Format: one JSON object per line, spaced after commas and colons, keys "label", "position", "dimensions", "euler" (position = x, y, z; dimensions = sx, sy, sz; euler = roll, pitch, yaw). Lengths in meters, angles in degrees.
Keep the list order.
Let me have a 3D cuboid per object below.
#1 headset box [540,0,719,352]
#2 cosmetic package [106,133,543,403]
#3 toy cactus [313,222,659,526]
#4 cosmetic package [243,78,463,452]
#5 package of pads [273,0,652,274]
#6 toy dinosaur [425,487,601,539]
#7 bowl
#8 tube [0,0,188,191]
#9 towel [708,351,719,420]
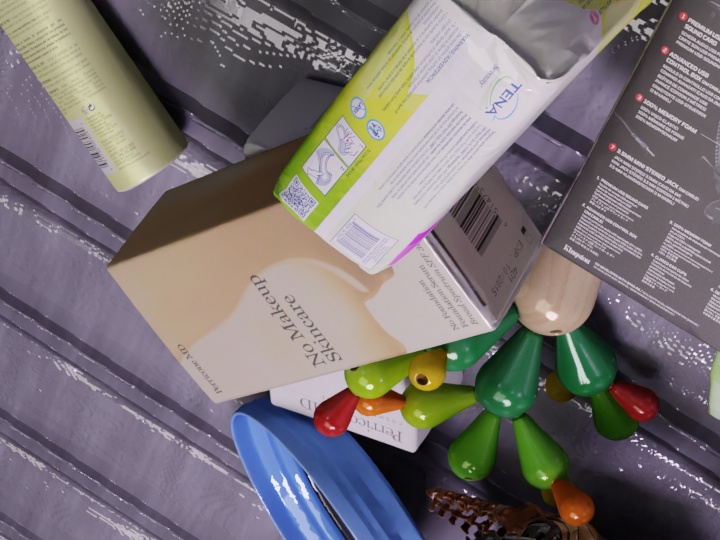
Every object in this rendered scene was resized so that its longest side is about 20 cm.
{"label": "headset box", "position": [0.190, -0.063, 0.733], "dimensions": [0.149, 0.077, 0.200], "euler": [31, 119, 11]}
{"label": "cosmetic package", "position": [-0.021, -0.008, 0.861], "dimensions": [0.200, 0.071, 0.105], "euler": [-19, 116, 42]}
{"label": "toy cactus", "position": [0.086, 0.046, 0.908], "dimensions": [0.199, 0.102, 0.165], "euler": [16, 111, -23]}
{"label": "cosmetic package", "position": [0.000, 0.000, 0.962], "dimensions": [0.101, 0.074, 0.200], "euler": [16, 134, 22]}
{"label": "package of pads", "position": [0.066, -0.102, 0.725], "dimensions": [0.068, 0.200, 0.155], "euler": [42, 138, 0]}
{"label": "toy dinosaur", "position": [0.097, 0.177, 0.932], "dimensions": [0.200, 0.135, 0.102], "euler": [4, 111, 62]}
{"label": "bowl", "position": [-0.010, 0.162, 1.078], "dimensions": [0.201, 0.039, 0.201], "euler": [50, 161, 23]}
{"label": "tube", "position": [-0.172, -0.139, 0.975], "dimensions": [0.058, 0.052, 0.200], "euler": [-34, 105, 4]}
{"label": "towel", "position": [0.255, 0.053, 0.812], "dimensions": [0.200, 0.031, 0.150], "euler": [27, 128, 35]}
